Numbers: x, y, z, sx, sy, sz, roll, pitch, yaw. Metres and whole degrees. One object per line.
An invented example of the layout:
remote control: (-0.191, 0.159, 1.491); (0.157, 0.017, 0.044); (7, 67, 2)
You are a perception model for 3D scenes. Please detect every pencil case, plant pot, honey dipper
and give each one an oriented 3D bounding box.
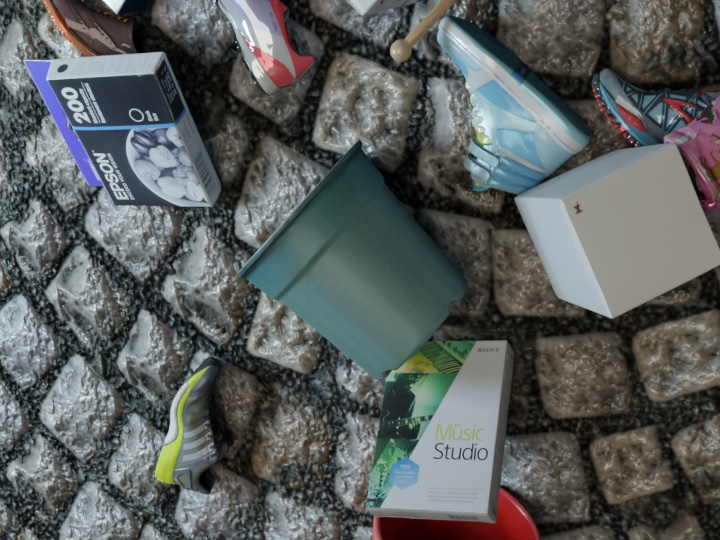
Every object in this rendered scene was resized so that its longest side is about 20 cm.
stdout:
pencil case: (0.377, -0.136, 1.082); (0.198, 0.087, 0.083); (-33, 124, -1)
plant pot: (0.097, 0.362, 1.342); (0.198, 0.201, 0.180); (20, 123, 16)
plant pot: (0.000, 0.000, 1.275); (0.196, 0.200, 0.200); (44, 117, -3)
honey dipper: (0.103, -0.289, 1.189); (0.038, 0.038, 0.200); (45, 99, 4)

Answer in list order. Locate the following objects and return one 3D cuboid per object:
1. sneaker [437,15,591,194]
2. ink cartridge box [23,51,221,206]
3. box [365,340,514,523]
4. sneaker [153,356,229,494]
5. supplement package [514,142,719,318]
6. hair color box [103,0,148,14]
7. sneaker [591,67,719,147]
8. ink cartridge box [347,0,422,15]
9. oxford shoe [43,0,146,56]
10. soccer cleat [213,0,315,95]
sneaker: (0.130, -0.161, 1.227); (0.200, 0.079, 0.131); (44, 116, 7)
ink cartridge box: (-0.285, -0.161, 1.377); (0.197, 0.044, 0.200); (2, 136, 23)
box: (0.090, 0.174, 1.296); (0.142, 0.036, 0.203); (-3, 59, 23)
sneaker: (-0.199, 0.198, 1.485); (0.080, 0.074, 0.202); (23, 120, 8)
supplement package: (0.242, -0.041, 1.128); (0.120, 0.200, 0.121); (-25, 95, -2)
hair color box: (-0.312, -0.403, 1.354); (0.200, 0.060, 0.100); (44, 117, 5)
sneaker: (0.321, -0.147, 1.162); (0.199, 0.079, 0.096); (38, 101, 2)
ink cartridge box: (0.055, -0.334, 1.138); (0.085, 0.200, 0.144); (48, 117, 3)
oxford shoe: (-0.302, -0.282, 1.391); (0.072, 0.071, 0.201); (-40, 94, 10)
soccer cleat: (-0.122, -0.300, 1.308); (0.072, 0.068, 0.202); (-26, 94, 9)
